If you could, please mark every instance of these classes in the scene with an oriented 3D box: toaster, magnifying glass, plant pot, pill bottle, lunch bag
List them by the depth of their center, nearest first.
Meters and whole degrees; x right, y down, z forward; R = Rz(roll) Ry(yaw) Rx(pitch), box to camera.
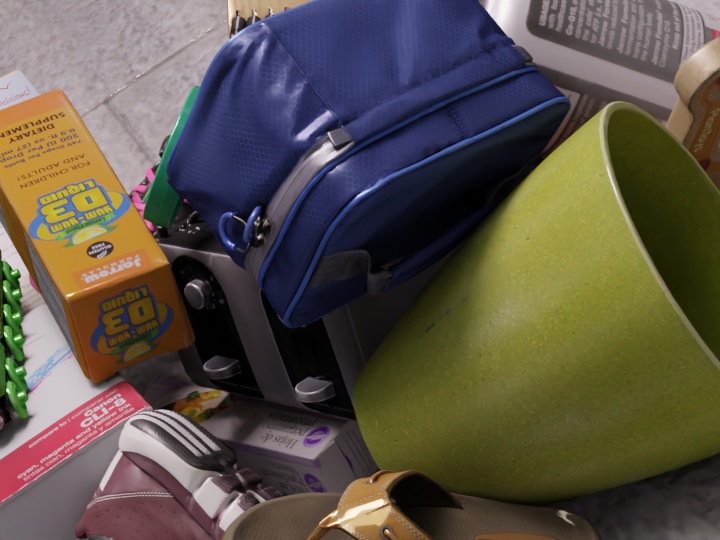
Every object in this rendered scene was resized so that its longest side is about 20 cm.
[{"bbox_3d":[0.100,0.043,1.329,0.200,0.187,0.187,-32,25,23],"label":"plant pot"},{"bbox_3d":[0.005,-0.061,1.330,0.200,0.132,0.136,-29,-20,-36],"label":"lunch bag"},{"bbox_3d":[-0.094,-0.075,1.461,0.200,0.022,0.080,-80,11,-76],"label":"magnifying glass"},{"bbox_3d":[0.000,0.000,1.497,0.180,0.119,0.200,10,32,45],"label":"toaster"},{"bbox_3d":[0.115,-0.124,1.512,0.114,0.199,0.114,-162,90,-77],"label":"pill bottle"}]

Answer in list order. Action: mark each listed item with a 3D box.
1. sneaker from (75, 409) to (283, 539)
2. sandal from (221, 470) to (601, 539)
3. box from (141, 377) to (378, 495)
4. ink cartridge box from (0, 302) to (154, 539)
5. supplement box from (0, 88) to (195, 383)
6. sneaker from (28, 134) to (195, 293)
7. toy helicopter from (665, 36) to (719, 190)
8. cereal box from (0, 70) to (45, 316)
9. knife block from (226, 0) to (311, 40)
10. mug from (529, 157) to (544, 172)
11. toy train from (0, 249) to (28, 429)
[{"bbox_3d":[-0.069,0.174,1.332,0.116,0.200,0.076,-54,-19,14],"label":"sneaker"},{"bbox_3d":[0.028,0.131,1.270,0.199,0.054,0.081,1,41,-9],"label":"sandal"},{"bbox_3d":[-0.068,0.101,1.530,0.039,0.042,0.200,-45,31,-26],"label":"box"},{"bbox_3d":[-0.175,0.135,1.464,0.144,0.146,0.200,-35,27,-9],"label":"ink cartridge box"},{"bbox_3d":[-0.163,-0.023,1.459,0.066,0.069,0.200,-21,42,-14],"label":"supplement box"},{"bbox_3d":[-0.118,-0.039,1.563,0.199,0.088,0.074,-20,40,-33],"label":"sneaker"},{"bbox_3d":[0.189,-0.066,1.424,0.132,0.200,0.079,-21,63,-21],"label":"toy helicopter"},{"bbox_3d":[-0.222,-0.025,1.618,0.144,0.040,0.200,-28,64,-28],"label":"cereal box"},{"bbox_3d":[-0.046,-0.102,1.544,0.064,0.200,0.176,-2,66,0],"label":"knife block"},{"bbox_3d":[0.063,-0.101,1.624,0.115,0.151,0.186,120,166,-50],"label":"mug"},{"bbox_3d":[-0.220,0.031,1.465,0.042,0.057,0.200,-27,27,4],"label":"toy train"}]
